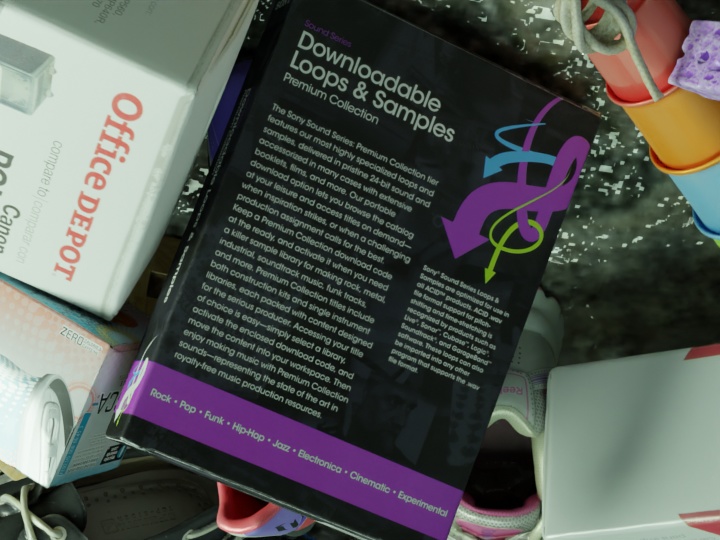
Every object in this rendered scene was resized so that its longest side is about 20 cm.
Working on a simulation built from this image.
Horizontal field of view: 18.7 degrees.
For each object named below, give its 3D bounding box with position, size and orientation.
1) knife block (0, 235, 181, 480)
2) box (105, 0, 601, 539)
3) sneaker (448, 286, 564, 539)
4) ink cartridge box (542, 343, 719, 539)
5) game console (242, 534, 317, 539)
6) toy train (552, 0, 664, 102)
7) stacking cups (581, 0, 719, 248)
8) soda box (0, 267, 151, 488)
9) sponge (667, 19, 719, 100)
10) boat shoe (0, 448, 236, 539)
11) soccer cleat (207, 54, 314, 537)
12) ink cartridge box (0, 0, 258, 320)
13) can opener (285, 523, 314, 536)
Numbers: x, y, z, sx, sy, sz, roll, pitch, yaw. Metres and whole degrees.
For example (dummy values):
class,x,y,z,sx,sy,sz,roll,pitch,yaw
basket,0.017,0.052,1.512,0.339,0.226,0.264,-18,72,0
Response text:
class,x,y,z,sx,sy,sz,roll,pitch,yaw
knife block,-0.146,0.055,1.024,0.200,0.064,0.176,12,136,-8
box,0.000,0.000,0.878,0.143,0.200,0.036,24,172,-19
sneaker,0.057,0.105,1.024,0.081,0.088,0.200,-1,127,6
ink cartridge box,0.190,0.107,0.985,0.145,0.084,0.200,-12,150,30
game console,-0.083,0.226,1.145,0.171,0.118,0.200,30,135,-23
toy train,0.020,-0.124,0.810,0.116,0.085,0.200,-11,128,31
stacking cups,0.154,-0.049,0.905,0.060,0.061,0.200,-22,125,25
soda box,-0.181,0.011,0.908,0.200,0.064,0.068,28,103,18
sponge,0.228,-0.048,0.841,0.200,0.112,0.030,18,93,-26
boat shoe,-0.141,0.123,1.044,0.200,0.074,0.060,-4,143,-33
soccer cleat,-0.039,0.012,0.907,0.068,0.073,0.200,2,103,31
ink cartridge box,-0.154,-0.087,0.835,0.200,0.085,0.146,23,138,-3
can opener,-0.012,0.050,1.016,0.066,0.053,0.200,15,137,-11
